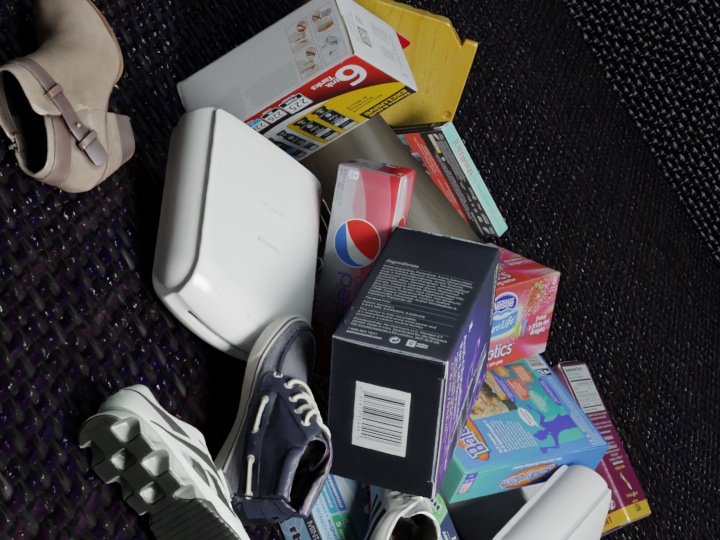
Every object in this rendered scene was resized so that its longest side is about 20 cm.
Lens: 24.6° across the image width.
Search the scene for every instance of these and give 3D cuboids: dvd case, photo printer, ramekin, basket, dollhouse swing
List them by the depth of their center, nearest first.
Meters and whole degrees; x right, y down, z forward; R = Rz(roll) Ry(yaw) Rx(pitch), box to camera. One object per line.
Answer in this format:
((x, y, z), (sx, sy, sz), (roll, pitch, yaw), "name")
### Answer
((-0.109, -0.023, 1.484), (0.166, 0.069, 0.202), (35, 49, -42), "photo printer")
((0.166, 0.304, 1.627), (0.069, 0.168, 0.200), (27, 35, 22), "photo printer")
((0.017, -0.071, 1.809), (0.180, 0.136, 0.201), (-33, 89, -46), "basket")
((0.160, 0.227, 1.817), (0.201, 0.097, 0.201), (47, 26, -31), "ramekin")
((0.066, -0.100, 1.880), (0.022, 0.199, 0.147), (-43, 114, -30), "dvd case")
((0.025, -0.259, 1.906), (0.198, 0.183, 0.176), (18, 33, -2), "dollhouse swing")

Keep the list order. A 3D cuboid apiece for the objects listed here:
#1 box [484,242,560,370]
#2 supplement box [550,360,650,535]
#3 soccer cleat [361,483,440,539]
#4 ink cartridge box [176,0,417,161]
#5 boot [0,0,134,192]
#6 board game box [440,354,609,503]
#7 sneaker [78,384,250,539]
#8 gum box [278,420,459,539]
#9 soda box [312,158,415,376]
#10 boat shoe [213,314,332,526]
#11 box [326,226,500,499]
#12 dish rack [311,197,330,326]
((0.104, 0.043, 1.701), (0.199, 0.099, 0.096), (-13, 119, -46), "box")
((0.237, 0.224, 1.947), (0.103, 0.130, 0.201), (4, 59, -65), "supplement box")
((0.038, 0.216, 1.434), (0.069, 0.085, 0.201), (47, 34, -17), "soccer cleat")
((-0.053, -0.180, 1.683), (0.175, 0.199, 0.085), (19, 47, -58), "ink cartridge box")
((-0.260, -0.161, 1.384), (0.201, 0.070, 0.146), (64, 24, 7), "boot")
((0.136, 0.153, 1.693), (0.198, 0.045, 0.153), (-5, 45, -36), "board game box")
((-0.130, 0.171, 1.273), (0.201, 0.074, 0.089), (58, 24, -12), "sneaker")
((0.004, 0.220, 1.506), (0.199, 0.044, 0.171), (-3, 66, -54), "gum box")
((0.000, 0.000, 1.553), (0.070, 0.063, 0.202), (-34, 135, -74), "soda box")
((-0.054, 0.125, 1.381), (0.075, 0.092, 0.201), (46, 51, -40), "boat shoe")
((0.048, 0.076, 1.453), (0.200, 0.103, 0.149), (-59, 157, -54), "box")
((-0.070, 0.000, 1.633), (0.155, 0.054, 0.200), (65, 22, 9), "dish rack")
